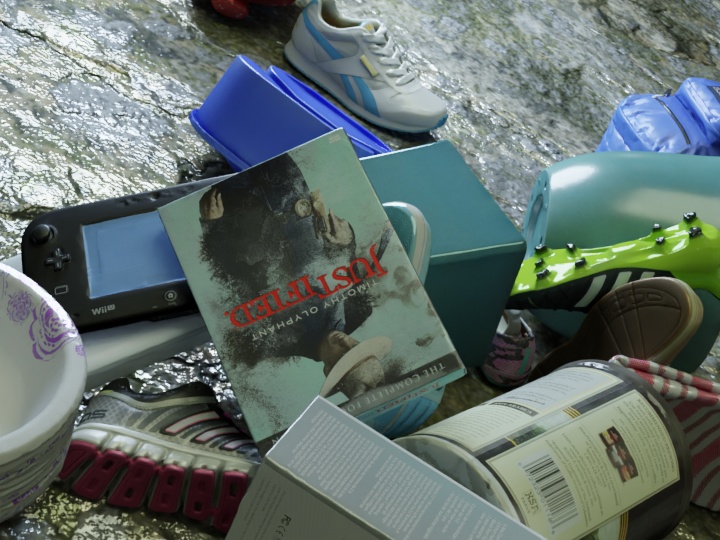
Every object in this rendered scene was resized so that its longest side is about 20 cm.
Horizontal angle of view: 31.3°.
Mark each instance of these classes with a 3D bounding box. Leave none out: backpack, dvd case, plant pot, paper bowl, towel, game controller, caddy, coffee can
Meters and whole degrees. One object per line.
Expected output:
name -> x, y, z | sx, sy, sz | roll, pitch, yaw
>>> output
backpack -> 0.361, -0.123, 1.406 | 0.200, 0.168, 0.163 | 6, 32, -20
dvd case -> -0.036, 0.012, 0.862 | 0.146, 0.022, 0.200 | -24, 67, -4
plant pot -> 0.000, 0.000, 1.046 | 0.200, 0.141, 0.141 | -10, 46, -25
paper bowl -> -0.275, 0.080, 0.786 | 0.200, 0.104, 0.201 | 14, 36, -11
towel -> 0.251, 0.135, 1.015 | 0.200, 0.146, 0.030 | 18, 52, -10
game controller -> -0.139, -0.013, 0.911 | 0.200, 0.042, 0.104 | -12, 49, -4
caddy -> -0.064, -0.106, 1.171 | 0.200, 0.105, 0.141 | 38, 14, 19
plant pot -> 0.232, -0.019, 1.167 | 0.161, 0.201, 0.201 | 11, 36, -2
coffee can -> 0.115, 0.157, 0.894 | 0.200, 0.146, 0.146 | -16, 51, -43

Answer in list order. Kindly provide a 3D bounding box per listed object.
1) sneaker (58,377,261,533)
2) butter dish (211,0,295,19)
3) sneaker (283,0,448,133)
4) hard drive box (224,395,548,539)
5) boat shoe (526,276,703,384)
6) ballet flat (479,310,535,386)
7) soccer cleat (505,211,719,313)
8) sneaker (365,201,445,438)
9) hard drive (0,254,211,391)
sneaker -> -0.099, 0.121, 0.870 | 0.200, 0.074, 0.088 | 14, 42, -8
butter dish -> -0.126, -0.352, 1.432 | 0.200, 0.148, 0.199 | 19, -5, -7
sneaker -> 0.011, -0.219, 1.385 | 0.200, 0.081, 0.077 | 34, 34, 10
hard drive box -> 0.016, 0.197, 0.771 | 0.200, 0.156, 0.077 | 32, 34, 9
boat shoe -> 0.212, 0.069, 1.030 | 0.065, 0.200, 0.072 | 9, 54, -27
ballet flat -> 0.106, 0.013, 1.145 | 0.069, 0.071, 0.200 | 4, 39, -30
soccer cleat -> 0.202, 0.014, 1.054 | 0.200, 0.081, 0.068 | -13, 26, 18
sneaker -> 0.024, 0.043, 0.956 | 0.130, 0.200, 0.080 | 3, 28, -48
hard drive -> -0.166, 0.014, 0.936 | 0.200, 0.027, 0.132 | -22, 50, -14
